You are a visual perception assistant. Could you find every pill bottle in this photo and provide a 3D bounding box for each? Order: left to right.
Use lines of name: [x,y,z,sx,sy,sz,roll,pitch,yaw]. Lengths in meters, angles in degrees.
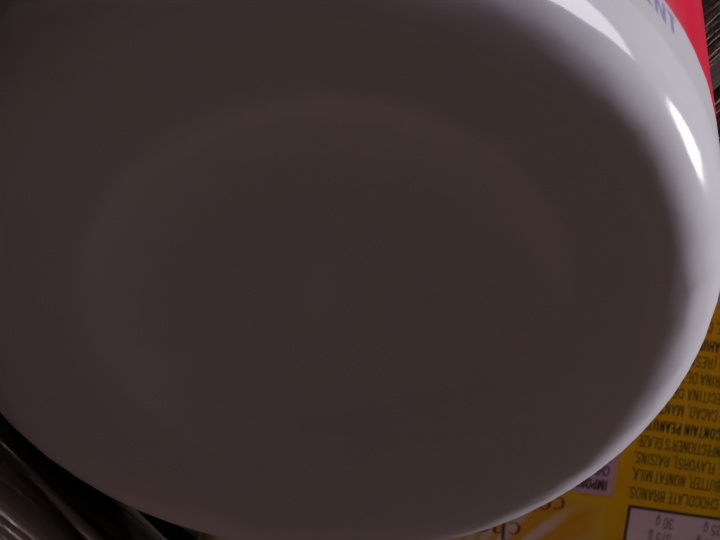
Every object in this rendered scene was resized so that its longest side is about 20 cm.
pill bottle: [-0.004,-0.061,0.482,0.112,0.112,0.200,48,26,-32]

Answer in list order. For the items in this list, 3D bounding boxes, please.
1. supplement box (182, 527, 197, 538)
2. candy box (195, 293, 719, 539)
supplement box: [0.023,0.053,0.721,0.200,0.074,0.126,39,6,-27]
candy box: [0.073,0.034,0.547,0.200,0.102,0.026,9,5,-3]
